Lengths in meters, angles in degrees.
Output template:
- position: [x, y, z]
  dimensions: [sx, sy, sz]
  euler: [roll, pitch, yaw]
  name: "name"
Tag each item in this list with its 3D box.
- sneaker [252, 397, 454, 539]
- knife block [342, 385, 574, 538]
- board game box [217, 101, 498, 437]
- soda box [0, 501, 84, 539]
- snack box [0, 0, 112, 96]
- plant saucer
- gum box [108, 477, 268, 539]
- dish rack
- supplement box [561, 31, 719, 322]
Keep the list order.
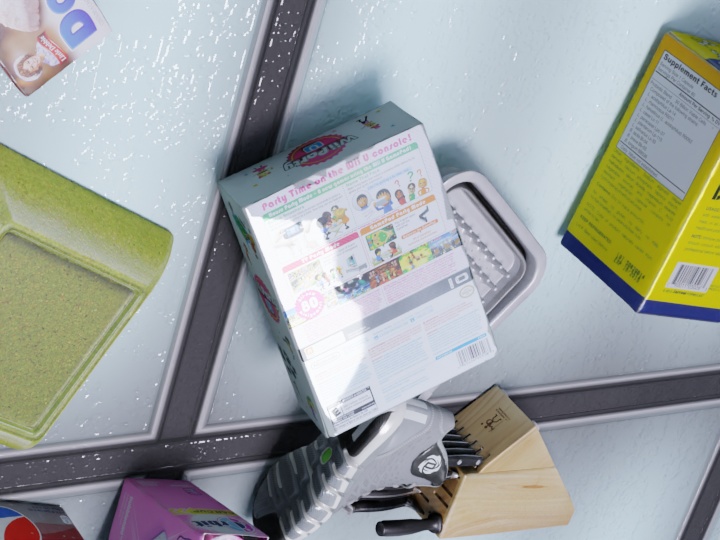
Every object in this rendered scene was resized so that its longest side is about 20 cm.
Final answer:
- position: [0.006, 0.169, 1.601]
  dimensions: [0.115, 0.075, 0.200]
  euler: [16, 135, -33]
  name: "sneaker"
- position: [0.081, 0.194, 1.731]
  dimensions: [0.175, 0.064, 0.200]
  euler: [-37, 138, -8]
  name: "knife block"
- position: [0.000, 0.000, 1.466]
  dimensions: [0.147, 0.064, 0.201]
  euler: [-25, 118, -12]
  name: "board game box"
- position: [-0.293, 0.207, 1.447]
  dimensions: [0.199, 0.070, 0.064]
  euler: [12, 115, -43]
  name: "soda box"
- position: [-0.226, -0.196, 1.216]
  dimensions: [0.072, 0.024, 0.200]
  euler: [-39, 137, -8]
  name: "snack box"
- position: [-0.239, 0.032, 1.368]
  dimensions: [0.200, 0.048, 0.200]
  euler: [28, 103, -46]
  name: "plant saucer"
- position: [-0.152, 0.274, 1.542]
  dimensions: [0.066, 0.113, 0.202]
  euler: [8, 102, -41]
  name: "gum box"
- position: [0.042, 0.017, 1.577]
  dimensions: [0.200, 0.044, 0.172]
  euler: [-44, 137, 0]
  name: "dish rack"
- position: [0.271, -0.073, 1.623]
  dimensions: [0.109, 0.109, 0.201]
  euler: [6, 118, -40]
  name: "supplement box"
